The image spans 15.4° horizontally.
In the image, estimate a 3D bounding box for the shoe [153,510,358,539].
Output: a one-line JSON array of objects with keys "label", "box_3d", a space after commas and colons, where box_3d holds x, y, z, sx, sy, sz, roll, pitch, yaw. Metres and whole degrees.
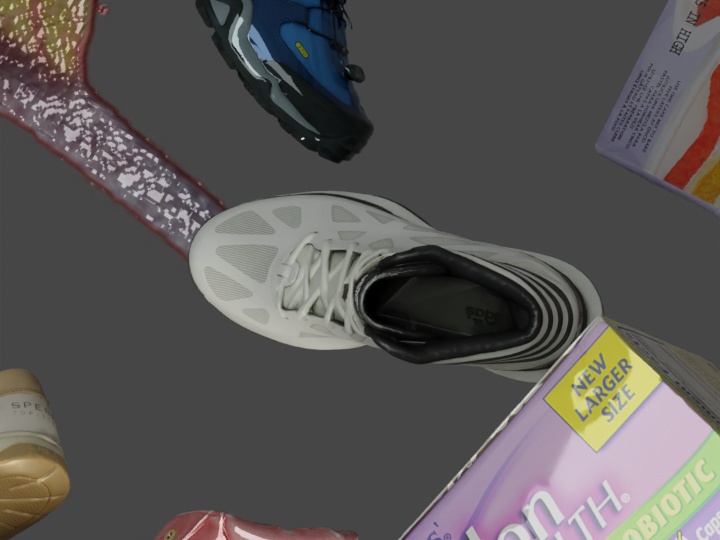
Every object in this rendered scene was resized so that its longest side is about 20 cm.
[{"label": "shoe", "box_3d": [-0.095, 0.156, 1.220, 0.199, 0.071, 0.092, 1, 80, 18]}]

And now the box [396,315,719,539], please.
[{"label": "box", "box_3d": [0.097, 0.124, 1.079, 0.097, 0.200, 0.176, 45, 98, 20]}]

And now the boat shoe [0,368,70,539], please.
[{"label": "boat shoe", "box_3d": [-0.220, 0.110, 1.274, 0.199, 0.074, 0.070, -27, 51, 24]}]

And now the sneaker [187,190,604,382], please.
[{"label": "sneaker", "box_3d": [0.000, 0.000, 1.175, 0.199, 0.115, 0.076, 10, 87, 22]}]

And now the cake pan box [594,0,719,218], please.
[{"label": "cake pan box", "box_3d": [0.210, -0.102, 1.105, 0.184, 0.052, 0.201, 33, 97, 46]}]

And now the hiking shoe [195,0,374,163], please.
[{"label": "hiking shoe", "box_3d": [-0.033, -0.147, 1.229, 0.086, 0.074, 0.201, -29, 74, 15]}]
